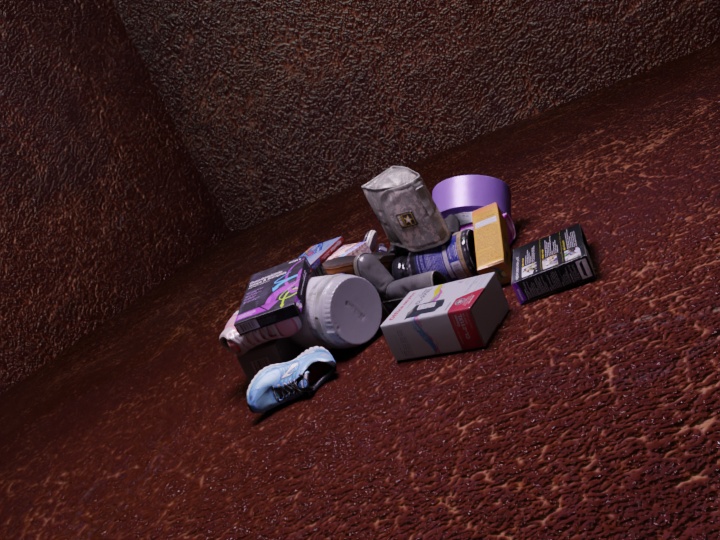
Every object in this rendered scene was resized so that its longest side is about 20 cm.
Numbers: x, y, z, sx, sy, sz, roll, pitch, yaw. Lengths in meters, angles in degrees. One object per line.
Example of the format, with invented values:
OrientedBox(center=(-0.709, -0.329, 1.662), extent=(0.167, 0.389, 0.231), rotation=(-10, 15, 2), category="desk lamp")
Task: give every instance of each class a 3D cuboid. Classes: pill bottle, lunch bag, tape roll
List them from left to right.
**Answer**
OrientedBox(center=(0.108, -0.138, 1.571), extent=(0.117, 0.165, 0.200), rotation=(-34, 20, -13), category="lunch bag")
OrientedBox(center=(0.177, -0.014, 1.589), extent=(0.199, 0.113, 0.112), rotation=(-18, 16, 28), category="pill bottle")
OrientedBox(center=(0.279, -0.158, 1.754), extent=(0.198, 0.086, 0.200), rotation=(2, -19, 1), category="tape roll")

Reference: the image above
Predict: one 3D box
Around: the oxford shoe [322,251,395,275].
OrientedBox(center=(0.000, 0.000, 1.593), extent=(0.199, 0.072, 0.071), rotation=(-4, 12, -37), category="oxford shoe")

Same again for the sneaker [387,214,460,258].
OrientedBox(center=(0.158, -0.073, 1.680), extent=(0.199, 0.076, 0.091), rotation=(-17, 42, 27), category="sneaker")

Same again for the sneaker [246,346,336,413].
OrientedBox(center=(-0.134, 0.217, 1.376), extent=(0.199, 0.079, 0.090), rotation=(-31, 18, -19), category="sneaker")

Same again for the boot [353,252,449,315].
OrientedBox(center=(0.092, 0.025, 1.483), extent=(0.073, 0.182, 0.199), rotation=(-47, 18, -24), category="boot")

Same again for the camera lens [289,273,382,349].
OrientedBox(center=(-0.068, 0.091, 1.535), extent=(0.160, 0.161, 0.199), rotation=(-35, 17, -35), category="camera lens")

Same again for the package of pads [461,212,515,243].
OrientedBox(center=(0.269, -0.069, 1.699), extent=(0.199, 0.076, 0.120), rotation=(-14, 21, 41), category="package of pads")

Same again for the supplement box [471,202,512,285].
OrientedBox(center=(0.285, -0.056, 1.507), extent=(0.068, 0.067, 0.201), rotation=(-21, 36, 20), category="supplement box")

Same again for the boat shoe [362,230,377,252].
OrientedBox(center=(-0.015, -0.025, 1.846), extent=(0.201, 0.062, 0.075), rotation=(-63, -10, 27), category="boat shoe")

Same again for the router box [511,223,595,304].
OrientedBox(center=(0.376, -0.017, 1.371), extent=(0.148, 0.051, 0.200), rotation=(-22, 14, 21), category="router box")

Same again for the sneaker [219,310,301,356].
OrientedBox(center=(-0.222, 0.138, 1.499), extent=(0.199, 0.076, 0.105), rotation=(-4, 35, 35), category="sneaker")

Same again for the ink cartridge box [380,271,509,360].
OrientedBox(center=(0.158, 0.088, 1.310), extent=(0.199, 0.083, 0.146), rotation=(-15, 18, 36), category="ink cartridge box")

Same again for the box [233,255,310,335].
OrientedBox(center=(-0.186, 0.050, 1.499), extent=(0.142, 0.036, 0.201), rotation=(-20, 27, 14), category="box")

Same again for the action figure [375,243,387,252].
OrientedBox(center=(0.067, -0.010, 1.777), extent=(0.200, 0.129, 0.070), rotation=(-72, 6, -77), category="action figure")

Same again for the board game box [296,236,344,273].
OrientedBox(center=(-0.124, -0.023, 1.678), extent=(0.102, 0.020, 0.200), rotation=(-15, 18, 33), category="board game box")

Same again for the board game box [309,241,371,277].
OrientedBox(center=(-0.042, 0.027, 1.725), extent=(0.097, 0.160, 0.199), rotation=(-35, 17, -32), category="board game box")

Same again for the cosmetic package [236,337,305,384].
OrientedBox(center=(-0.193, 0.175, 1.615), extent=(0.106, 0.091, 0.200), rotation=(-19, 13, 21), category="cosmetic package")
